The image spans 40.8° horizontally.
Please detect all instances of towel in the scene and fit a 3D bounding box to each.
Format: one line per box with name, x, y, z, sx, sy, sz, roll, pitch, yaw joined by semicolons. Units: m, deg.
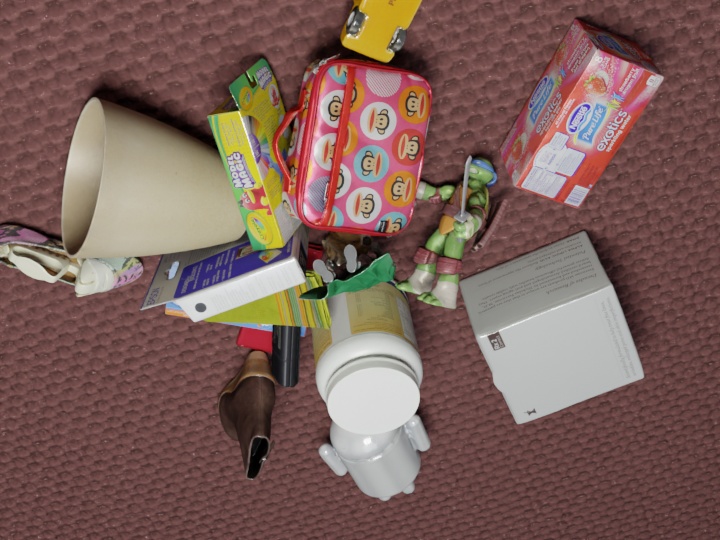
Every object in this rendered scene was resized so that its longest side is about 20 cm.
towel;-0.135;0.037;1.277;0.199;0.018;0.086;1;120;25

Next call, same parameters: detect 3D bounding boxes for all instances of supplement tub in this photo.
supplement tub;0.007;0.110;1.323;0.144;0.200;0.145;-3;128;-4

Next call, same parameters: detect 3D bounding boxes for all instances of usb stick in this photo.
usb stick;-0.101;0.075;1.327;0.032;0.055;0.201;-14;129;-24

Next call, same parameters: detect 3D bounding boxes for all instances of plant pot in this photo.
plant pot;-0.238;-0.096;1.166;0.199;0.188;0.188;7;127;-30

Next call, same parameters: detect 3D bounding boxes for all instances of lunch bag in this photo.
lunch bag;-0.016;-0.145;1.125;0.175;0.082;0.201;5;101;-23

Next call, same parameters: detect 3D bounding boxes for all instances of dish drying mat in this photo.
dish drying mat;-0.115;0.037;1.367;0.076;0.018;0.200;13;126;-13

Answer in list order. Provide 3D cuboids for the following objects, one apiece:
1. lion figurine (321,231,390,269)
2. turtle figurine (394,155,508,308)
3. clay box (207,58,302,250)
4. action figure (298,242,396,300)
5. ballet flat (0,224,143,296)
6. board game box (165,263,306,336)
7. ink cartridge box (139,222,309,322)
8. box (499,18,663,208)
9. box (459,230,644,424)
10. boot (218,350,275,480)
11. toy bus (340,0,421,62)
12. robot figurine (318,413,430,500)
lion figurine;-0.029;-0.088;1.247;0.072;0.122;0.201;-30;114;-25
turtle figurine;0.088;-0.061;1.227;0.143;0.200;0.195;20;98;26
clay box;-0.119;-0.139;1.150;0.047;0.115;0.201;-7;116;22
action figure;0.000;0.000;1.199;0.118;0.200;0.055;-22;82;12
ballet flat;-0.386;-0.005;1.265;0.199;0.071;0.069;16;123;-19
board game box;-0.166;0.033;1.341;0.199;0.019;0.103;10;124;-6
ink cartridge box;-0.162;-0.009;1.213;0.199;0.198;0.044;-17;114;7
box;0.267;-0.191;1.192;0.099;0.096;0.200;16;124;-19
box;0.272;0.084;1.382;0.199;0.131;0.199;-22;127;10
boot;-0.169;0.235;1.412;0.072;0.167;0.200;8;134;-14
toy bus;0.043;-0.335;1.064;0.065;0.078;0.200;16;123;-20
robot figurine;0.022;0.273;1.504;0.169;0.113;0.200;-21;127;7
